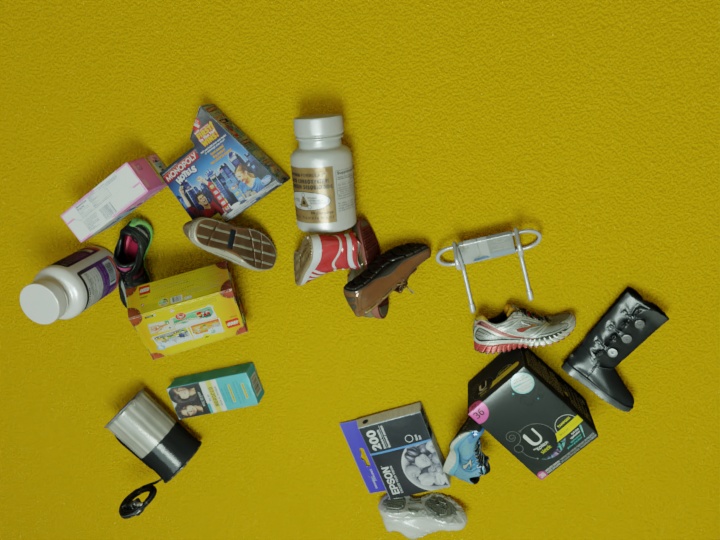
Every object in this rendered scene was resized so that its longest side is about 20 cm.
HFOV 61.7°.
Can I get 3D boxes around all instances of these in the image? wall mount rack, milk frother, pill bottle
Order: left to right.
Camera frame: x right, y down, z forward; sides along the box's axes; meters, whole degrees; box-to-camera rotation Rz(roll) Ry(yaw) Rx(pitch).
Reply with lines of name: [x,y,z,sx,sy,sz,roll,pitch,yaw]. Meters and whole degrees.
pill bottle: [-0.583,0.030,1.216,0.110,0.200,0.112,3,110,9]
milk frother: [-0.495,0.406,1.336,0.188,0.200,0.180,45,114,-7]
pill bottle: [-0.069,-0.178,1.100,0.113,0.114,0.202,-1,109,10]
wall mount rack: [0.248,-0.002,1.134,0.198,0.075,0.174,-13,145,15]

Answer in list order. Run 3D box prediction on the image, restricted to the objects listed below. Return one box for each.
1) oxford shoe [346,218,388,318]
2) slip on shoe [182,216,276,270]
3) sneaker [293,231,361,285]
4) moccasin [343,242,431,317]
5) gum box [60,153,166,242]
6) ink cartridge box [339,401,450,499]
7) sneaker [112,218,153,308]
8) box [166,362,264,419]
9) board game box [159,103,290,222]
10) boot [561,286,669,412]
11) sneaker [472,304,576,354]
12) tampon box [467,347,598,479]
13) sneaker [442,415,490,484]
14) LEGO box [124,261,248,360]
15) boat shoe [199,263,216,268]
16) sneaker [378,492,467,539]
oxford shoe: [0.000,0.000,1.177,0.074,0.070,0.202,-3,102,29]
slip on shoe: [-0.251,-0.051,1.168,0.060,0.199,0.077,6,82,45]
sneaker: [-0.064,-0.021,1.148,0.111,0.200,0.072,-5,78,-18]
moccasin: [0.059,0.015,1.122,0.073,0.201,0.078,10,131,46]
gum box: [-0.479,-0.141,1.184,0.199,0.114,0.066,-31,101,18]
ink cartridge box: [0.073,0.403,1.319,0.198,0.043,0.199,-18,106,17]
sneaker: [-0.480,-0.008,1.245,0.076,0.084,0.202,12,110,11]
box: [-0.321,0.267,1.335,0.198,0.049,0.083,-14,106,14]
board game box: [-0.274,-0.203,1.155,0.199,0.062,0.201,-30,101,18]
boot: [0.510,0.153,1.149,0.164,0.066,0.201,32,107,-4]
sneaker: [0.312,0.104,1.148,0.198,0.078,0.083,-9,96,0]
tampon box: [0.331,0.269,1.181,0.200,0.126,0.150,41,110,-5]
sneaker: [0.232,0.369,1.229,0.090,0.078,0.201,29,142,23]
LEGO box: [-0.337,0.081,1.187,0.198,0.078,0.150,-16,142,-9]
boat shoe: [-0.360,0.050,1.255,0.199,0.071,0.063,-27,109,19]
sneaker: [0.142,0.559,1.353,0.198,0.078,0.100,1,116,19]
